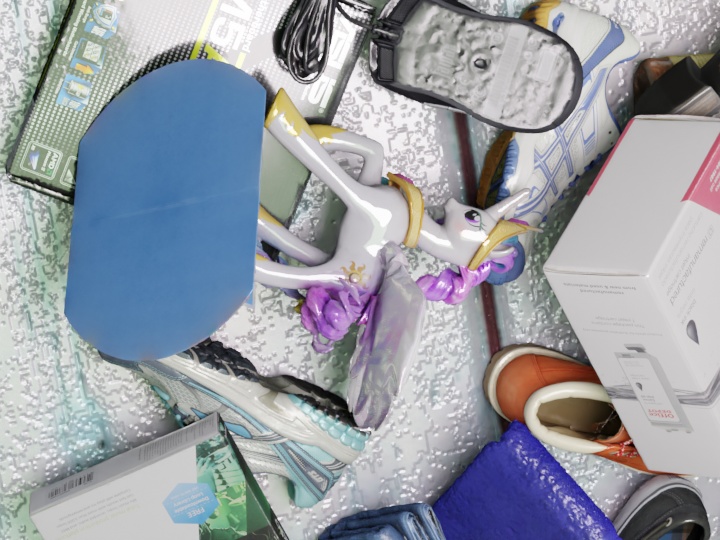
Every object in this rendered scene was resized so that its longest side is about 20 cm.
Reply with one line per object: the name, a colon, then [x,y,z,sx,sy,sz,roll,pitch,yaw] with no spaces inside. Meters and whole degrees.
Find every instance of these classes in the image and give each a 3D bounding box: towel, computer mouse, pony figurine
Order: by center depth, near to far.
pony figurine: [0.000,0.000,1.658,0.200,0.167,0.193,25,88,-7]
computer mouse: [0.056,-0.173,1.669,0.200,0.046,0.140,13,92,0]
towel: [0.142,0.209,1.730,0.200,0.148,0.050,48,48,9]
towel: [0.058,0.249,1.762,0.049,0.112,0.200,-44,105,-30]

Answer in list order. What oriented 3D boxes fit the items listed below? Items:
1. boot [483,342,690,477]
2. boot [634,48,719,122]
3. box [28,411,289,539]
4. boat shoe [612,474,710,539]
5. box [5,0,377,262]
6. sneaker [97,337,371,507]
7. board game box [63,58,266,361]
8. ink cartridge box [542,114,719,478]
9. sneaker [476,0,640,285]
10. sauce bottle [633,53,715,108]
boot: [0.191,0.109,1.757,0.200,0.107,0.075,13,97,-14]
boot: [0.297,-0.091,1.700,0.200,0.069,0.174,-31,120,18]
box: [-0.118,0.208,1.725,0.144,0.036,0.200,-24,117,8]
boat shoe: [0.182,0.236,1.789,0.069,0.057,0.200,23,108,-21]
box: [-0.114,-0.121,1.691,0.193,0.048,0.200,22,97,-12]
sneaker: [-0.095,0.102,1.722,0.200,0.078,0.086,26,99,-13]
board game box: [-0.115,-0.034,1.613,0.039,0.158,0.200,25,61,-49]
ink cartridge box: [0.216,0.019,1.656,0.147,0.083,0.200,-58,135,-32]
sneaker: [0.136,-0.081,1.727,0.088,0.075,0.200,13,99,-12]
sauce bottle: [0.292,-0.122,1.750,0.200,0.066,0.066,-3,101,-7]
